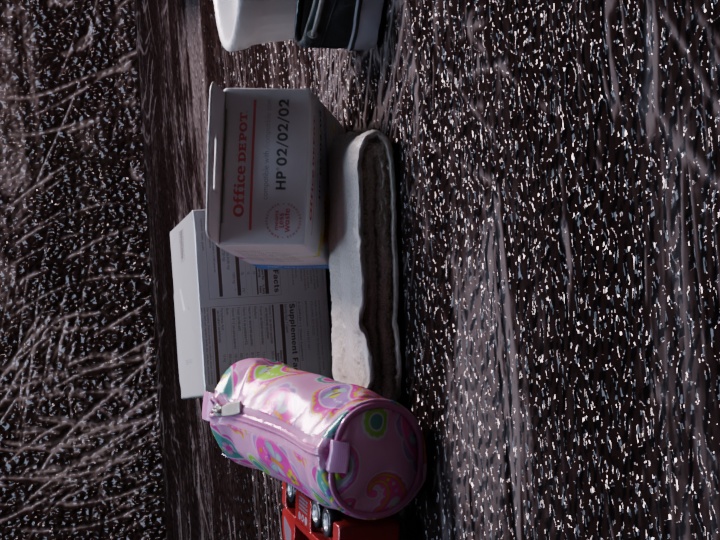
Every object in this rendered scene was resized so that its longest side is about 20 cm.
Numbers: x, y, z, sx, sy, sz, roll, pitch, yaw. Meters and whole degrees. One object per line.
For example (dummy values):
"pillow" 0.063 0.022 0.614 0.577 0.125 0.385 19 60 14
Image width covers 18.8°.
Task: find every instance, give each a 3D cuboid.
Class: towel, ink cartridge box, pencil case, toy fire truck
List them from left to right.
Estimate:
"ink cartridge box" -0.060 -0.067 1.593 0.200 0.068 0.116 33 -122 -80
"pencil case" -0.035 0.113 1.499 0.200 0.087 0.088 16 109 59
"toy fire truck" -0.009 0.228 1.515 0.200 0.049 0.142 -153 64 -70
"towel" 0.000 0.000 1.557 0.133 0.034 0.201 -163 71 -78

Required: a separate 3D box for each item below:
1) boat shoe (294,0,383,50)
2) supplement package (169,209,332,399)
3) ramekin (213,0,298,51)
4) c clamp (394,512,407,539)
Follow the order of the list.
"boat shoe" -0.017 -0.241 1.492 0.074 0.068 0.200 -104 16 -46
"supplement package" -0.097 0.029 1.875 0.200 0.110 0.156 159 107 -78
"ramekin" -0.056 -0.265 1.619 0.200 0.097 0.201 178 90 -80
"c clamp" 0.014 0.262 1.564 0.171 0.027 0.201 180 88 -79
